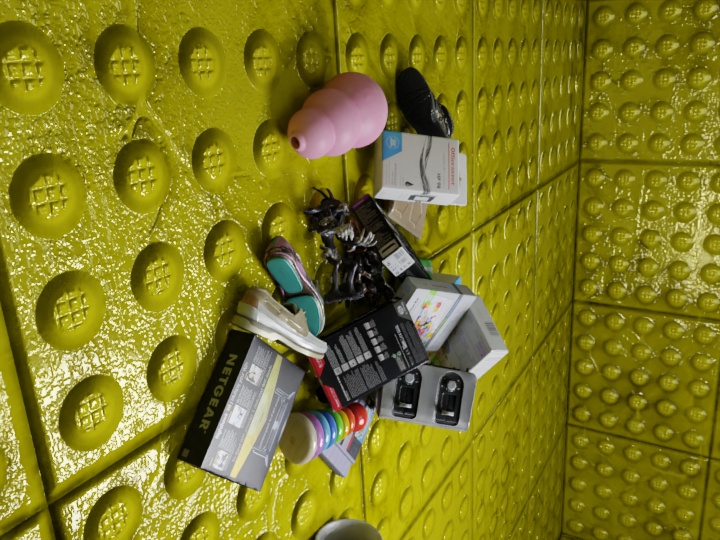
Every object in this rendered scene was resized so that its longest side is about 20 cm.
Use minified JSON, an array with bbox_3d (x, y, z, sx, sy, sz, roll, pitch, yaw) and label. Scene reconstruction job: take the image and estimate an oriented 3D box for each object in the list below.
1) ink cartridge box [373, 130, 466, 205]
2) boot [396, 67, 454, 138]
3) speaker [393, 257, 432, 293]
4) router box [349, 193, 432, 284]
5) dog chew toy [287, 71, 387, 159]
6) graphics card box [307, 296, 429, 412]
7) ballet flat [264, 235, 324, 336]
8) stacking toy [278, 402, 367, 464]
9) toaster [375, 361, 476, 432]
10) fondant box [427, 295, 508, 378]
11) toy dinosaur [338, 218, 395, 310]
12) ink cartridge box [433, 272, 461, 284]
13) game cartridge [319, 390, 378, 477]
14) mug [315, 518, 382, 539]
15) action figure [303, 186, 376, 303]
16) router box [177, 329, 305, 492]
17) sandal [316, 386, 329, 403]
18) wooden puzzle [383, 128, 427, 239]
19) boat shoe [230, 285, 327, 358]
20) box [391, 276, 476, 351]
[{"bbox_3d":[0.128,-0.198,1.235,0.067,0.196,0.118,140,-47,-73],"label":"ink cartridge box"},{"bbox_3d":[0.147,-0.353,1.384,0.206,0.072,0.154,62,23,-17],"label":"boot"},{"bbox_3d":[0.113,0.074,1.394,0.088,0.087,0.205,-3,99,-59],"label":"speaker"},{"bbox_3d":[0.068,-0.043,1.241,0.051,0.150,0.200,-35,145,8],"label":"router box"},{"bbox_3d":[-0.043,-0.246,1.035,0.199,0.123,0.127,-40,129,-39],"label":"dog chew toy"},{"bbox_3d":[0.011,0.147,1.123,0.197,0.051,0.127,-27,96,-8],"label":"graphics card box"},{"bbox_3d":[-0.102,0.023,1.044,0.072,0.068,0.202,-80,156,-45],"label":"ballet flat"},{"bbox_3d":[-0.056,0.282,1.133,0.198,0.084,0.087,-1,97,-54],"label":"stacking toy"},{"bbox_3d":[0.120,0.240,1.248,0.200,0.177,0.121,106,-5,-82],"label":"toaster"},{"bbox_3d":[0.212,0.170,1.370,0.057,0.201,0.146,6,48,-37],"label":"fondant box"},{"bbox_3d":[0.000,0.000,1.197,0.201,0.101,0.137,53,19,-28],"label":"toy dinosaur"},{"bbox_3d":[0.178,0.111,1.483,0.067,0.114,0.204,-38,127,-51],"label":"ink cartridge box"},{"bbox_3d":[-0.020,0.297,1.266,0.130,0.038,0.202,56,49,-43],"label":"game cartridge"},{"bbox_3d":[-0.015,0.613,1.250,0.176,0.131,0.204,-17,114,-55],"label":"mug"},{"bbox_3d":[-0.031,-0.050,1.077,0.118,0.101,0.204,-3,83,-56],"label":"action figure"},{"bbox_3d":[-0.175,0.216,0.962,0.158,0.051,0.203,50,54,-51],"label":"router box"},{"bbox_3d":[-0.016,0.180,1.211,0.200,0.074,0.046,-40,121,-46],"label":"sandal"},{"bbox_3d":[0.103,-0.184,1.368,0.199,0.045,0.189,29,72,-63],"label":"wooden puzzle"},{"bbox_3d":[-0.115,0.086,1.001,0.199,0.074,0.070,34,74,-49],"label":"boat shoe"},{"bbox_3d":[0.127,0.092,1.273,0.198,0.041,0.157,10,121,-44],"label":"box"}]
